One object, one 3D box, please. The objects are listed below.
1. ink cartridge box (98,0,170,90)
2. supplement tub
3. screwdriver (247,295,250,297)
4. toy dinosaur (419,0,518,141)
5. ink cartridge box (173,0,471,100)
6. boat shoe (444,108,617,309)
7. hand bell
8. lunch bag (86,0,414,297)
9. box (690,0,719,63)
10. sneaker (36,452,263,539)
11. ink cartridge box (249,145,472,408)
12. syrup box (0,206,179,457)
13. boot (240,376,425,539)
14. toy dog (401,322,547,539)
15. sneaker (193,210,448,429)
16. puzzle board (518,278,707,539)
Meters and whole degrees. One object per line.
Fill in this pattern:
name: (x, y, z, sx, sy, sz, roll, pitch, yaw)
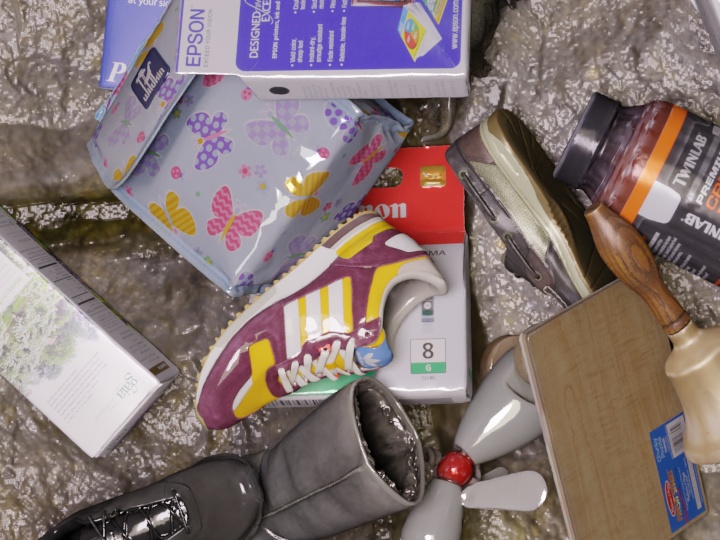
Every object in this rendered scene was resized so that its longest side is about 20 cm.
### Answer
ink cartridge box: (-0.092, -0.172, 1.690, 0.199, 0.044, 0.094, 6, 93, 5)
supplement tub: (0.244, -0.055, 1.639, 0.200, 0.107, 0.107, 26, 95, 2)
screwdriver: (-0.117, -0.023, 1.707, 0.200, 0.028, 0.029, 43, 124, 4)
toy dinosaur: (0.069, -0.171, 1.634, 0.077, 0.200, 0.102, 28, 135, 12)
ink cartridge box: (-0.021, -0.210, 1.536, 0.199, 0.043, 0.199, 1, 65, 5)
boat shoe: (0.134, -0.024, 1.672, 0.066, 0.072, 0.201, -27, 102, 28)
hand bell: (0.223, 0.032, 1.623, 0.104, 0.104, 0.200, -37, 104, 6)
lunch bag: (-0.095, -0.100, 1.607, 0.200, 0.127, 0.170, 43, 105, 23)
box: (0.331, -0.242, 1.609, 0.199, 0.131, 0.200, -22, 91, 5)
sneaker: (-0.158, 0.193, 1.661, 0.200, 0.091, 0.076, -26, 80, 31)
ink cartridge box: (0.000, 0.000, 1.659, 0.160, 0.050, 0.201, -2, 77, 7)
syrup box: (-0.239, 0.044, 1.696, 0.200, 0.081, 0.079, 42, 97, 1)
boot: (-0.019, 0.186, 1.641, 0.200, 0.073, 0.182, -26, 92, 40)
toy dog: (0.113, 0.133, 1.653, 0.096, 0.132, 0.200, 32, 98, -10)
sneaker: (-0.028, 0.049, 1.584, 0.090, 0.075, 0.200, 39, 79, 25)
puzzle board: (0.185, 0.114, 1.634, 0.017, 0.151, 0.201, -1, 108, 45)
